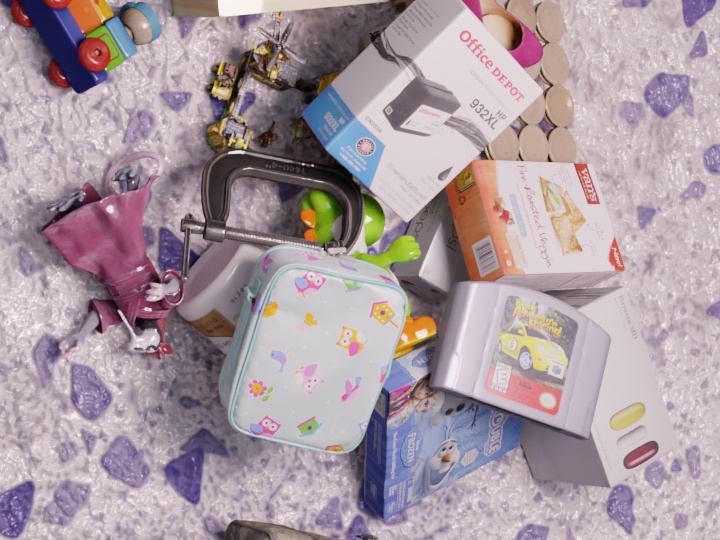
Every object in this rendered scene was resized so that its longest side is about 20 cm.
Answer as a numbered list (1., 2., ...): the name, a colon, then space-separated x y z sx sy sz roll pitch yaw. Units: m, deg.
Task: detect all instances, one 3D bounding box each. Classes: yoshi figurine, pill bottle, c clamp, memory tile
1. yoshi figurine: 0.013 -0.006 1.601 0.112 0.112 0.201 -30 81 8
2. pill bottle: -0.088 0.060 1.579 0.200 0.114 0.115 43 69 -20
3. c clamp: -0.088 -0.049 1.526 0.199 0.027 0.171 5 55 -17
4. memory tile: 0.188 -0.215 1.725 0.153 0.017 0.201 -3 86 -41

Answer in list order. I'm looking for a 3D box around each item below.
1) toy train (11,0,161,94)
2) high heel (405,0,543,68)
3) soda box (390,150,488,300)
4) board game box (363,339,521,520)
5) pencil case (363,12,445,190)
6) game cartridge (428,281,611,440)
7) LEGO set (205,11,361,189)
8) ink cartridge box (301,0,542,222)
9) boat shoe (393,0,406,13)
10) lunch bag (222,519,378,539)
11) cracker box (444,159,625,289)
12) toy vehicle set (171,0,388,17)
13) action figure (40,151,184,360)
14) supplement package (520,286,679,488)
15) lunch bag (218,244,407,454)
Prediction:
1. toy train: -0.290 -0.290 1.510 0.116 0.085 0.200 -39 106 -35
2. high heel: 0.149 -0.275 1.622 0.200 0.096 0.068 23 61 -36
3. soda box: 0.109 -0.068 1.715 0.064 0.068 0.201 30 74 -26
4. board game box: 0.096 0.155 1.652 0.199 0.043 0.201 -25 137 -27
5. pencil case: 0.051 -0.183 1.677 0.077 0.089 0.201 -7 92 -21
6. game cartridge: 0.173 0.088 1.591 0.199 0.041 0.134 20 73 -24
7. LEGO set: -0.057 -0.164 1.603 0.200 0.116 0.154 31 74 -23
8. ink cartridge box: 0.064 -0.173 1.550 0.200 0.084 0.145 -44 127 8
9. boat shoe: 0.118 -0.269 1.730 0.200 0.073 0.063 25 71 -32
10. lunch bag: -0.062 0.367 1.565 0.167 0.139 0.201 12 83 -26
11. cracker box: 0.194 -0.050 1.672 0.199 0.058 0.135 -2 70 -41
12. toy vehicle set: -0.085 -0.289 1.590 0.199 0.124 0.027 -11 104 -28
13. action figure: -0.241 0.002 1.530 0.149 0.133 0.201 -69 141 -60
14. supplement package: 0.250 0.132 1.733 0.111 0.156 0.201 -25 99 -27
15. lunch bag: -0.051 0.073 1.487 0.160 0.077 0.201 14 107 -16
